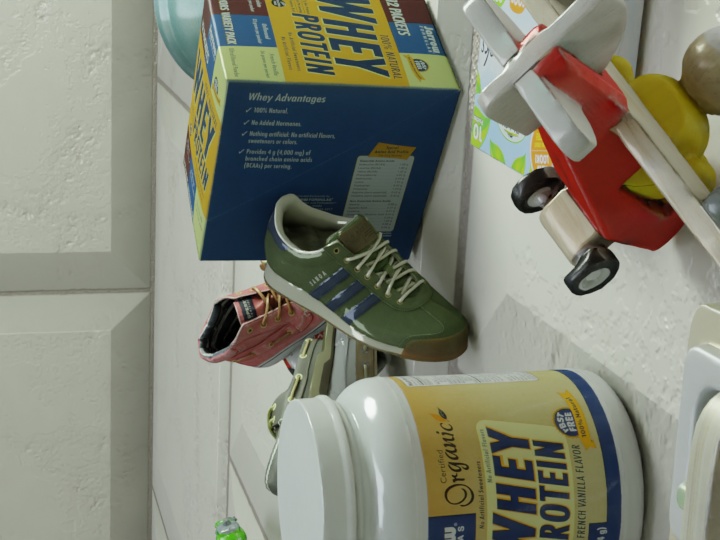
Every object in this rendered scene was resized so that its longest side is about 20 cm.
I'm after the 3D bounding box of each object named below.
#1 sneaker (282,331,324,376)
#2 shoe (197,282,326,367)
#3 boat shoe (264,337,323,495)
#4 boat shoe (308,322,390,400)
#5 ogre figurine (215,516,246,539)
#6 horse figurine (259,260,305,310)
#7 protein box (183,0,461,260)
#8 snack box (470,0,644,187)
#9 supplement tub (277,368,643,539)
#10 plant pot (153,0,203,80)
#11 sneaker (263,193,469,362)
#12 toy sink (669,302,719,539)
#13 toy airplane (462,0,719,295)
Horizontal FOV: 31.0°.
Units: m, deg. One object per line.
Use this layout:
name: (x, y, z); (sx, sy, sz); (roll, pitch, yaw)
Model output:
sneaker: (-0.058, 0.025, 1.443); (0.108, 0.067, 0.201); (102, 162, -45)
shoe: (-0.086, 0.039, 1.369); (0.200, 0.091, 0.072); (-41, 60, 33)
boat shoe: (-0.058, 0.146, 1.307); (0.072, 0.060, 0.202); (83, -157, -43)
boat shoe: (-0.004, 0.077, 1.258); (0.075, 0.068, 0.200); (100, -178, -49)
ogre figurine: (-0.163, 0.424, 1.767); (0.120, 0.098, 0.200); (95, 179, -63)
horse figurine: (-0.028, -0.026, 1.286); (0.050, 0.132, 0.200); (62, 170, -24)
protein box: (-0.042, -0.124, 1.137); (0.200, 0.198, 0.135); (105, 158, -43)
snack box: (0.124, -0.162, 0.819); (0.142, 0.053, 0.200); (-130, 41, -67)
supplement tub: (0.057, 0.136, 0.805); (0.144, 0.200, 0.145); (178, 90, -74)
plant pot: (-0.103, -0.294, 1.405); (0.134, 0.200, 0.200); (8, 100, 46)
sneaker: (0.000, 0.000, 1.065); (0.200, 0.067, 0.090); (24, 133, 28)
toy sink: (0.168, 0.082, 0.418); (0.112, 0.200, 0.130); (-144, 54, -70)
toy airplane: (0.134, -0.081, 0.633); (0.200, 0.141, 0.199); (59, -176, -14)
